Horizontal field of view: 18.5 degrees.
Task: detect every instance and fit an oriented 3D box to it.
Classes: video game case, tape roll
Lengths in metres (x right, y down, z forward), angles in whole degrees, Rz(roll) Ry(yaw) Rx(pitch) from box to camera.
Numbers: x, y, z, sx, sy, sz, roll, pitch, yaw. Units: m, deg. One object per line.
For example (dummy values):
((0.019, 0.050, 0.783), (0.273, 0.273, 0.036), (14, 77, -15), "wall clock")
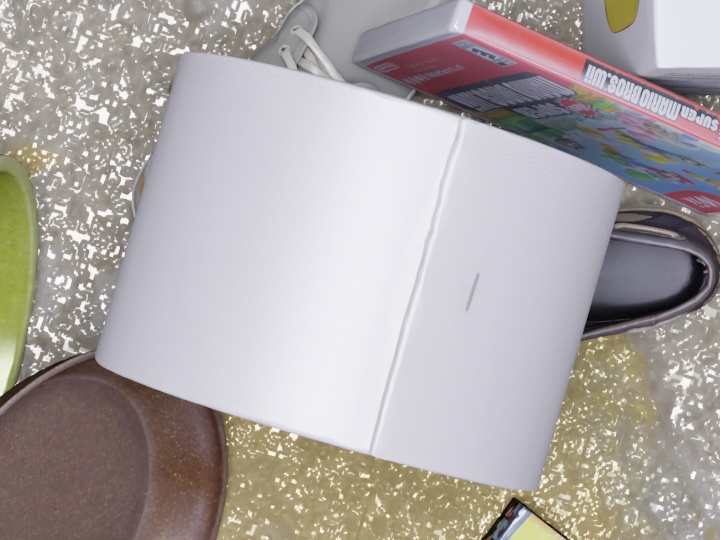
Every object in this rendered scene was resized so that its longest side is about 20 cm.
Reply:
((0.107, -0.071, 1.010), (0.199, 0.143, 0.018), (22, 83, -16), "video game case")
((0.000, 0.000, 0.951), (0.202, 0.203, 0.140), (16, 89, -3), "tape roll")

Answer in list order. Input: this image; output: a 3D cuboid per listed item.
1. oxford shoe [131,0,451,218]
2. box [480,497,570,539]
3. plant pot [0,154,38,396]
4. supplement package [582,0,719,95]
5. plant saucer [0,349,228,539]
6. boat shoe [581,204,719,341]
((-0.029, -0.083, 1.066), (0.200, 0.058, 0.075), (-41, 90, -3), "oxford shoe")
((0.114, 0.228, 1.094), (0.200, 0.038, 0.137), (38, 90, -4), "box")
((-0.267, 0.022, 1.005), (0.183, 0.200, 0.202), (15, 91, 8), "plant pot")
((0.187, -0.159, 1.002), (0.150, 0.200, 0.153), (-1, 92, -3), "supplement package")
((-0.143, 0.123, 1.026), (0.037, 0.200, 0.201), (24, 91, 36), "plant saucer")
((0.078, 0.003, 1.066), (0.199, 0.073, 0.075), (-11, 93, -2), "boat shoe")
